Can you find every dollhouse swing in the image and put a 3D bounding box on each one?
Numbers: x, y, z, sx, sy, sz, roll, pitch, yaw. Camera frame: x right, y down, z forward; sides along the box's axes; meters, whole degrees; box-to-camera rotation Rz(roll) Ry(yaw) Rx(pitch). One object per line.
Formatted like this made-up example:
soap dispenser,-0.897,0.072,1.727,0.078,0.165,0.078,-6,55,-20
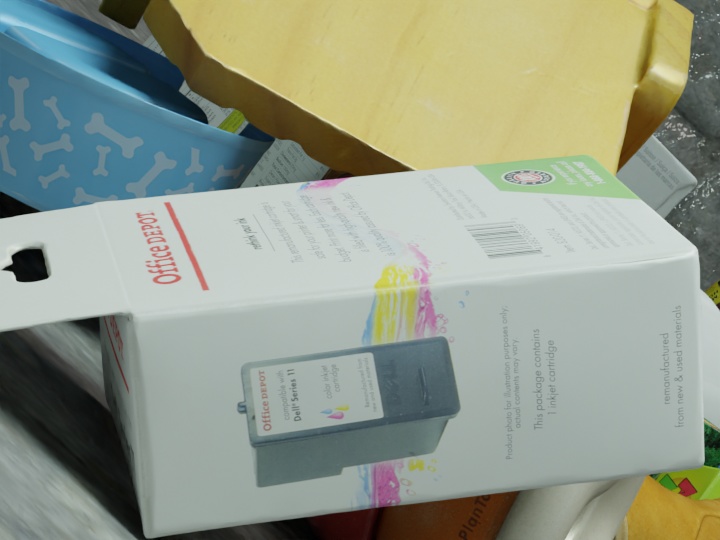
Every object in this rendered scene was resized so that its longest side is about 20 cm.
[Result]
dollhouse swing,-0.004,-0.059,0.918,0.199,0.176,0.182,28,-37,-8

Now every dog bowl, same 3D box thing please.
dog bowl,-0.106,-0.058,0.874,0.111,0.050,0.200,20,8,-28

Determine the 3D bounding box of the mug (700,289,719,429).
mug,0.087,0.035,1.172,0.153,0.150,0.187,21,13,-40

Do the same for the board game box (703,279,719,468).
board game box,0.155,0.113,1.253,0.062,0.200,0.200,43,19,-19

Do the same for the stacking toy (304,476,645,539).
stacking toy,0.001,0.039,0.858,0.199,0.147,0.146,30,1,14

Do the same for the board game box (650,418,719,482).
board game box,0.088,0.088,1.048,0.023,0.105,0.200,33,3,34

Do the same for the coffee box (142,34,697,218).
coffee box,0.012,-0.069,1.316,0.200,0.200,0.198,42,4,-32

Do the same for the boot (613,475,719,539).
boot,0.124,0.108,0.984,0.144,0.071,0.202,-27,92,-49

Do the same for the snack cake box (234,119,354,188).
snack cake box,0.000,0.000,1.075,0.067,0.115,0.200,31,12,-37

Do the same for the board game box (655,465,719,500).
board game box,0.182,0.186,1.078,0.200,0.102,0.048,43,-13,-18

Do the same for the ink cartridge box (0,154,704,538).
ink cartridge box,-0.013,0.020,0.713,0.117,0.199,0.068,-123,-152,-71
